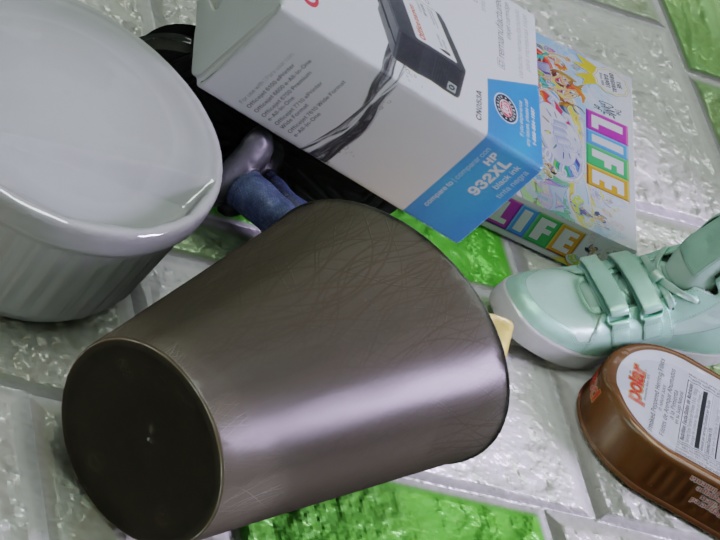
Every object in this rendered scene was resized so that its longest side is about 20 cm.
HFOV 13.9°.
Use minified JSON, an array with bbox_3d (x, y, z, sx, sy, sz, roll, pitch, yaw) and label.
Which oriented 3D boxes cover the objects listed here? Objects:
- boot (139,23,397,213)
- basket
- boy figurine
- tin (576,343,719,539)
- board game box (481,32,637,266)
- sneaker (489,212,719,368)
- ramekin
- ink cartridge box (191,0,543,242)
[{"bbox_3d":[-0.058,-0.129,1.824,0.211,0.079,0.158,27,40,-30],"label":"boot"},{"bbox_3d":[-0.048,0.061,1.561,0.180,0.136,0.200,36,36,24],"label":"basket"},{"bbox_3d":[0.000,0.000,1.708,0.200,0.064,0.124,38,0,15],"label":"boy figurine"},{"bbox_3d":[0.225,0.115,1.806,0.200,0.042,0.112,30,30,-7],"label":"tin"},{"bbox_3d":[0.116,-0.088,1.963,0.134,0.034,0.200,24,35,-15],"label":"board game box"},{"bbox_3d":[0.178,-0.001,1.834,0.200,0.118,0.074,2,47,-37],"label":"sneaker"},{"bbox_3d":[-0.183,-0.060,1.624,0.202,0.094,0.203,23,35,-17],"label":"ramekin"},{"bbox_3d":[0.007,-0.131,1.753,0.200,0.084,0.145,30,39,-27],"label":"ink cartridge box"}]
